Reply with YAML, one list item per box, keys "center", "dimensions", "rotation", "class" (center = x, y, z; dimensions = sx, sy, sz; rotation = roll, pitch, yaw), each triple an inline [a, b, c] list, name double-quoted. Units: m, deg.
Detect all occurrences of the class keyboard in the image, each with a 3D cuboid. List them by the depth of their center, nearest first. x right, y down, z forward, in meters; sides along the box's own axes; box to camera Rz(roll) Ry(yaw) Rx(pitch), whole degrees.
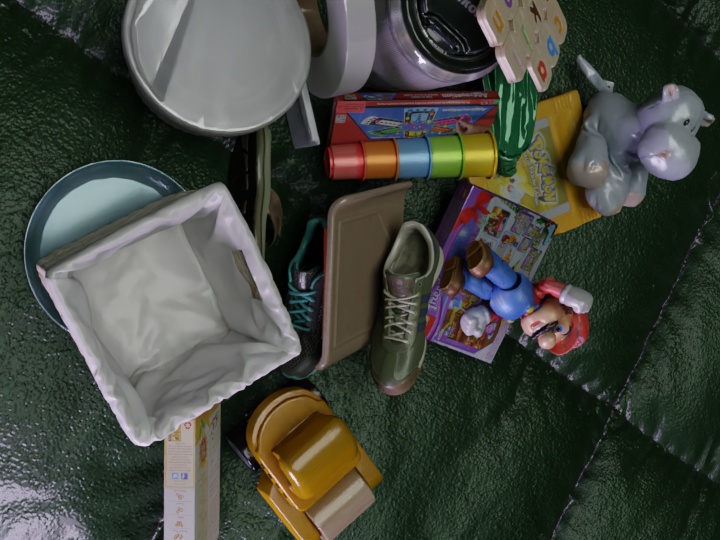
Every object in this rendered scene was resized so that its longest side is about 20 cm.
- center: [-0.084, -0.241, 1.166]
  dimensions: [0.011, 0.056, 0.201]
  rotation: [-17, 100, -27]
  class: "keyboard"

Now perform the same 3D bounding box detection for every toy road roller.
- center: [-0.051, 0.225, 1.161]
  dimensions: [0.123, 0.146, 0.200]
  rotation: [-39, 108, -17]
  class: "toy road roller"

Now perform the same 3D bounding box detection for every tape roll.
- center: [-0.044, -0.288, 1.104]
  dimensions: [0.037, 0.203, 0.204]
  rotation: [-17, 100, -22]
  class: "tape roll"

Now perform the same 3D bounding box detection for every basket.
- center: [-0.204, 0.038, 1.043]
  dimensions: [0.200, 0.161, 0.199]
  rotation: [-30, 105, -21]
  class: "basket"

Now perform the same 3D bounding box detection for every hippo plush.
- center: [0.375, -0.172, 1.308]
  dimensions: [0.159, 0.160, 0.201]
  rotation: [26, 67, -42]
  class: "hippo plush"

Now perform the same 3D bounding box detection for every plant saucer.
- center: [-0.267, -0.020, 1.112]
  dimensions: [0.199, 0.027, 0.201]
  rotation: [-1, 94, -24]
  class: "plant saucer"

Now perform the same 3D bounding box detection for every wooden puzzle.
- center: [0.000, 0.000, 1.170]
  dimensions: [0.185, 0.037, 0.201]
  rotation: [-21, 121, -61]
  class: "wooden puzzle"

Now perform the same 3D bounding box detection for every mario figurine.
- center: [0.196, 0.049, 1.221]
  dimensions: [0.200, 0.123, 0.106]
  rotation: [28, 83, -23]
  class: "mario figurine"

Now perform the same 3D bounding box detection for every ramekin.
- center: [-0.162, -0.238, 1.098]
  dimensions: [0.202, 0.094, 0.203]
  rotation: [2, 86, -21]
  class: "ramekin"

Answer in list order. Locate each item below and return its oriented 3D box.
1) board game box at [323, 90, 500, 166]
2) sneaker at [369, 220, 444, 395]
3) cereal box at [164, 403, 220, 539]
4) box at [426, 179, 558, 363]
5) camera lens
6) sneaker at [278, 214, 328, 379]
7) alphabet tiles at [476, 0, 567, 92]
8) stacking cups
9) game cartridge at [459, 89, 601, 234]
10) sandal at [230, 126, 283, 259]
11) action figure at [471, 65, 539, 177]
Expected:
- center: [0.060, -0.167, 1.207]
  dimensions: [0.199, 0.019, 0.103]
  rotation: [-4, 139, -15]
  class: "board game box"
- center: [0.046, 0.034, 1.161]
  dimensions: [0.090, 0.067, 0.201]
  rotation: [63, 39, -59]
  class: "sneaker"
- center: [-0.182, 0.244, 1.105]
  dimensions: [0.039, 0.144, 0.201]
  rotation: [2, 92, 2]
  class: "cereal box"
- center: [0.145, 0.003, 1.273]
  dimensions: [0.137, 0.039, 0.201]
  rotation: [21, 99, -25]
  class: "box"
- center: [0.071, -0.288, 1.156]
  dimensions: [0.159, 0.200, 0.161]
  rotation: [-2, 94, -24]
  class: "camera lens"
- center: [-0.062, 0.024, 1.166]
  dimensions: [0.091, 0.077, 0.201]
  rotation: [37, 66, -68]
  class: "sneaker"
- center: [0.172, -0.301, 1.092]
  dimensions: [0.196, 0.015, 0.200]
  rotation: [53, 46, -37]
  class: "alphabet tiles"
- center: [0.058, -0.128, 1.193]
  dimensions: [0.199, 0.061, 0.061]
  rotation: [-6, 96, -9]
  class: "stacking cups"
- center: [0.223, -0.126, 1.330]
  dimensions: [0.199, 0.032, 0.177]
  rotation: [-21, 102, -21]
  class: "game cartridge"
- center: [-0.115, -0.067, 1.155]
  dimensions: [0.057, 0.080, 0.202]
  rotation: [8, 90, -39]
  class: "sandal"
- center: [0.181, -0.216, 1.261]
  dimensions: [0.118, 0.055, 0.201]
  rotation: [-6, 100, -30]
  class: "action figure"
